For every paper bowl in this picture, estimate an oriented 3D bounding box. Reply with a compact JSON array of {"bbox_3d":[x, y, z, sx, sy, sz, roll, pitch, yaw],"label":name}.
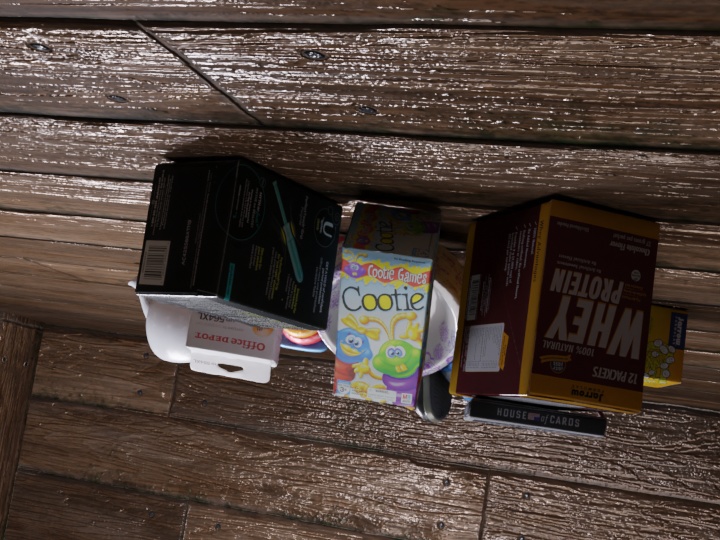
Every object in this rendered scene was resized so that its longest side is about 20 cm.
[{"bbox_3d":[0.044,0.032,1.476,0.197,0.105,0.203,8,131,9],"label":"paper bowl"}]

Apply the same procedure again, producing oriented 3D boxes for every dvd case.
[{"bbox_3d":[0.194,0.169,1.335,0.147,0.025,0.200,8,173,5],"label":"dvd case"}]

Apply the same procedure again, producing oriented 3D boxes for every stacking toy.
[{"bbox_3d":[-0.111,0.052,2.013,0.108,0.118,0.200,6,157,17],"label":"stacking toy"}]

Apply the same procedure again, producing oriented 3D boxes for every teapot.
[{"bbox_3d":[-0.304,0.069,2.135,0.197,0.149,0.197,-14,-158,-19],"label":"teapot"}]

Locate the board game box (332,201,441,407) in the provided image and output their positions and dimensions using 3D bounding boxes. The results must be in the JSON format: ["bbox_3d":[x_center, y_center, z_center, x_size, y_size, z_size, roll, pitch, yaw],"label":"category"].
[{"bbox_3d":[0.031,0.040,1.343,0.101,0.203,0.105,8,-147,6],"label":"board game box"}]

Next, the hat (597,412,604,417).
[{"bbox_3d":[0.330,0.154,1.877,0.196,0.179,0.166,9,171,-2],"label":"hat"}]

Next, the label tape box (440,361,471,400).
[{"bbox_3d":[0.202,0.077,1.489,0.066,0.199,0.143,49,169,0],"label":"label tape box"}]

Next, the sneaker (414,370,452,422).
[{"bbox_3d":[0.061,0.139,1.579,0.105,0.202,0.075,-23,127,17],"label":"sneaker"}]

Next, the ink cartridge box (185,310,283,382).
[{"bbox_3d":[-0.169,0.050,1.651,0.126,0.204,0.125,8,171,0],"label":"ink cartridge box"}]

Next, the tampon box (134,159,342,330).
[{"bbox_3d":[-0.132,-0.025,1.314,0.125,0.153,0.199,2,169,35],"label":"tampon box"}]

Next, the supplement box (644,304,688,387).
[{"bbox_3d":[0.376,0.104,1.747,0.196,0.111,0.110,9,171,-1],"label":"supplement box"}]

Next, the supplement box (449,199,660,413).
[{"bbox_3d":[0.204,0.045,1.256,0.131,0.201,0.200,10,172,-18],"label":"supplement box"}]

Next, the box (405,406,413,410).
[{"bbox_3d":[0.050,0.104,1.798,0.118,0.202,0.041,31,129,-23],"label":"box"}]

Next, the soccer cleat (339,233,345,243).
[{"bbox_3d":[0.000,0.000,1.576,0.197,0.078,0.067,12,171,-18],"label":"soccer cleat"}]
